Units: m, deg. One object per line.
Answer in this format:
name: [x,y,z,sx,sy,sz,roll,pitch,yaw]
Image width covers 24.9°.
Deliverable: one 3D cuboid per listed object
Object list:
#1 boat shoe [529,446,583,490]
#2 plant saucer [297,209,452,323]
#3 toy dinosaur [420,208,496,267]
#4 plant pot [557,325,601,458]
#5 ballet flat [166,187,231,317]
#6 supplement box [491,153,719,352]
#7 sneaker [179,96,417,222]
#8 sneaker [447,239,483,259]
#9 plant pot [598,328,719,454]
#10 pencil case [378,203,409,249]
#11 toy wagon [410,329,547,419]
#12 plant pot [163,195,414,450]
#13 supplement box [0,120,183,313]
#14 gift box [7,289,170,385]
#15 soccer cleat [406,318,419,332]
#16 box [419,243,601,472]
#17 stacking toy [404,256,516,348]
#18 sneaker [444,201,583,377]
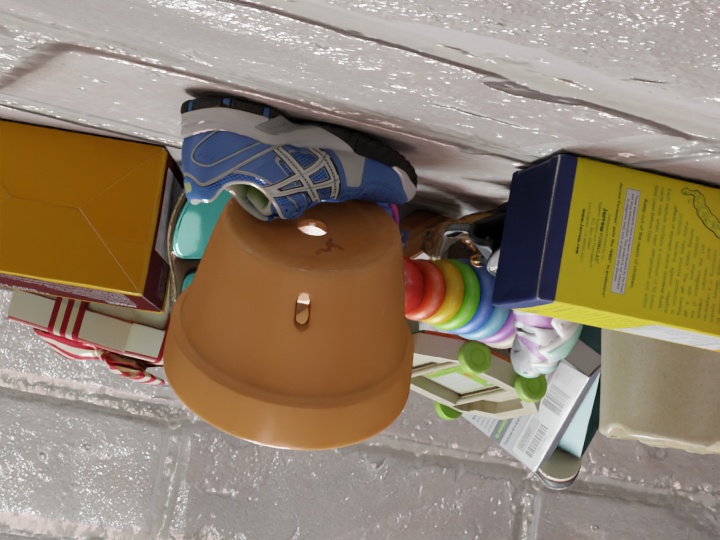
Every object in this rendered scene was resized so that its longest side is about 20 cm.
boat shoe: [0.192,0.175,1.797,0.071,0.063,0.200,0,-145,-17]
plant saucer: [0.000,0.000,1.534,0.200,0.038,0.200,-33,178,-1]
toy dinosaur: [0.123,-0.037,1.457,0.106,0.061,0.200,19,-169,27]
plant pot: [0.180,0.077,1.760,0.199,0.142,0.141,20,-144,17]
ballet flat: [-0.155,-0.020,1.551,0.070,0.201,0.065,2,-148,-17]
supplement box: [0.215,-0.010,1.226,0.199,0.110,0.109,12,174,-13]
sneaker: [-0.048,-0.072,1.221,0.199,0.078,0.076,11,172,-27]
sneaker: [0.175,0.008,1.623,0.199,0.076,0.078,13,176,-18]
plant pot: [0.293,0.067,1.459,0.199,0.185,0.200,9,174,1]
pencil case: [-0.038,-0.043,1.436,0.088,0.089,0.200,13,174,-29]
toy wagon: [0.082,0.097,1.595,0.199,0.040,0.155,27,156,-24]
plant pot: [-0.047,0.021,1.263,0.199,0.141,0.200,8,-148,-5]
supplement box: [-0.277,-0.048,1.521,0.196,0.134,0.200,9,173,1]
gift box: [-0.235,0.020,1.738,0.184,0.188,0.200,14,175,34]
soccer cleat: [0.016,0.093,1.684,0.069,0.078,0.200,21,144,6]
box: [0.138,0.092,1.682,0.200,0.156,0.041,37,-137,16]
stacking toy: [0.075,0.018,1.454,0.085,0.086,0.199,4,175,42]
sneaker: [0.130,0.000,1.365,0.139,0.078,0.200,19,130,-8]
